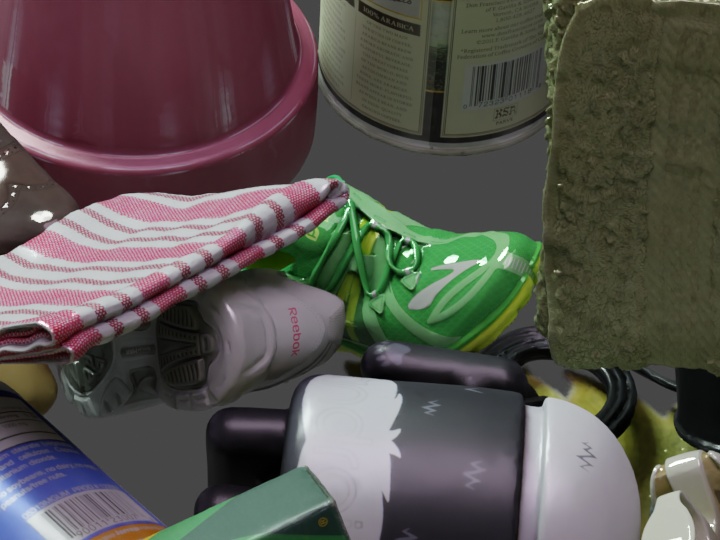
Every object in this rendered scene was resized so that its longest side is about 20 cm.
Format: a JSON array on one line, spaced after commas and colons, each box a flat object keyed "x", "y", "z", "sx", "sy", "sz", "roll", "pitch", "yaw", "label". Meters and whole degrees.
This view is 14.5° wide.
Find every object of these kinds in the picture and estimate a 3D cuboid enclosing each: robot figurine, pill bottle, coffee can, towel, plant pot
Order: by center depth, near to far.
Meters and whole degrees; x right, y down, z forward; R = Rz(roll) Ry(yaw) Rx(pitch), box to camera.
[{"x": -0.170, "y": 0.116, "z": 1.279, "sx": 0.112, "sy": 0.112, "sz": 0.200, "roll": -31, "pitch": 51, "yaw": -31, "label": "pill bottle"}, {"x": 0.153, "y": -0.045, "z": 1.280, "sx": 0.148, "sy": 0.200, "sz": 0.036, "roll": 4, "pitch": 21, "yaw": 13, "label": "towel"}, {"x": 0.027, "y": 0.113, "z": 1.290, "sx": 0.200, "sy": 0.150, "sz": 0.125, "roll": 5, "pitch": 4, "yaw": 2, "label": "robot figurine"}, {"x": -0.117, "y": -0.005, "z": 1.295, "sx": 0.146, "sy": 0.030, "sz": 0.200, "roll": -1, "pitch": 20, "yaw": 42, "label": "towel"}, {"x": -0.120, "y": -0.147, "z": 1.508, "sx": 0.200, "sy": 0.179, "sz": 0.200, "roll": 2, "pitch": 43, "yaw": -1, "label": "plant pot"}, {"x": 0.050, "y": -0.184, "z": 1.541, "sx": 0.146, "sy": 0.200, "sz": 0.146, "roll": 2, "pitch": 44, "yaw": -2, "label": "coffee can"}]

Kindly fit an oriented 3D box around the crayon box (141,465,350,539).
[{"x": -0.084, "y": 0.182, "z": 1.177, "sx": 0.200, "sy": 0.127, "sz": 0.051, "roll": -25, "pitch": 21, "yaw": -8, "label": "crayon box"}]

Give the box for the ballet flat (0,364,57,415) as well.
[{"x": -0.237, "y": 0.014, "z": 1.416, "sx": 0.200, "sy": 0.063, "sz": 0.069, "roll": 27, "pitch": 49, "yaw": 22, "label": "ballet flat"}]

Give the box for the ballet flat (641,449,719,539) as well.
[{"x": 0.154, "y": 0.118, "z": 1.263, "sx": 0.074, "sy": 0.074, "sz": 0.200, "roll": 8, "pitch": 24, "yaw": 5, "label": "ballet flat"}]

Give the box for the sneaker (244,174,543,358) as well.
[{"x": 0.000, "y": 0.000, "z": 1.387, "sx": 0.200, "sy": 0.084, "sz": 0.074, "roll": 0, "pitch": 50, "yaw": 39, "label": "sneaker"}]

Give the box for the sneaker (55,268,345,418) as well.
[{"x": -0.077, "y": 0.032, "z": 1.371, "sx": 0.099, "sy": 0.078, "sz": 0.200, "roll": -5, "pitch": 7, "yaw": -34, "label": "sneaker"}]

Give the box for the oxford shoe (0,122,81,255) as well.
[{"x": -0.207, "y": -0.054, "z": 1.448, "sx": 0.071, "sy": 0.073, "sz": 0.200, "roll": -30, "pitch": 36, "yaw": -30, "label": "oxford shoe"}]

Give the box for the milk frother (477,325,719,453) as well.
[{"x": 0.148, "y": -0.010, "z": 1.373, "sx": 0.200, "sy": 0.188, "sz": 0.180, "roll": -18, "pitch": 20, "yaw": -24, "label": "milk frother"}]
